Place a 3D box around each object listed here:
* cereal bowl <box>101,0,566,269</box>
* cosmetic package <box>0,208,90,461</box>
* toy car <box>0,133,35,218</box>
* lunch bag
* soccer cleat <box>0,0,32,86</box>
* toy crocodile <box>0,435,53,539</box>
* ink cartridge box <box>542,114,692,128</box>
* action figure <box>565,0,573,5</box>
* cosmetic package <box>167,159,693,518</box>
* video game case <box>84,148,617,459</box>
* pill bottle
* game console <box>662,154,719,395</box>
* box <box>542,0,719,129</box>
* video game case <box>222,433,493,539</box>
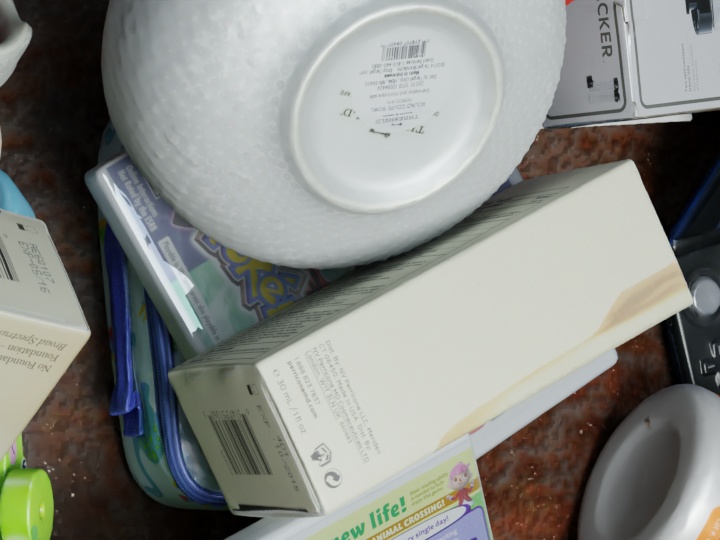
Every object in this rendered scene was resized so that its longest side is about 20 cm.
[{"bbox_3d":[-0.001,-0.083,1.202,0.199,0.083,0.201,-12,124,-18],"label":"cereal bowl"},{"bbox_3d":[-0.207,0.063,1.181,0.103,0.073,0.200,14,123,-38],"label":"cosmetic package"},{"bbox_3d":[-0.260,-0.074,1.222,0.177,0.184,0.200,-34,57,-1],"label":"toy car"},{"bbox_3d":[-0.039,0.009,1.342,0.160,0.082,0.201,-3,85,-24],"label":"lunch bag"},{"bbox_3d":[-0.206,-0.167,1.271,0.070,0.086,0.200,-38,101,-24],"label":"soccer cleat"},{"bbox_3d":[-0.165,0.142,1.277,0.067,0.062,0.201,-6,81,9],"label":"toy crocodile"},{"bbox_3d":[0.075,-0.167,1.419,0.147,0.076,0.201,-4,90,-27],"label":"ink cartridge box"},{"bbox_3d":[0.083,-0.151,1.273,0.052,0.200,0.066,-37,88,-34],"label":"action figure"},{"bbox_3d":[0.030,0.029,1.246,0.199,0.105,0.071,-28,98,-23],"label":"cosmetic package"},{"bbox_3d":[0.000,0.000,1.302,0.182,0.023,0.201,-33,97,-24],"label":"video game case"},{"bbox_3d":[0.214,0.143,1.435,0.199,0.109,0.110,28,73,-21],"label":"pill bottle"},{"bbox_3d":[0.257,-0.013,1.461,0.199,0.118,0.172,-17,97,-26],"label":"game console"},{"bbox_3d":[0.166,-0.134,1.385,0.199,0.060,0.117,-11,95,-44],"label":"box"},{"bbox_3d":[-0.016,0.187,1.270,0.199,0.022,0.183,-26,116,-28],"label":"video game case"}]
